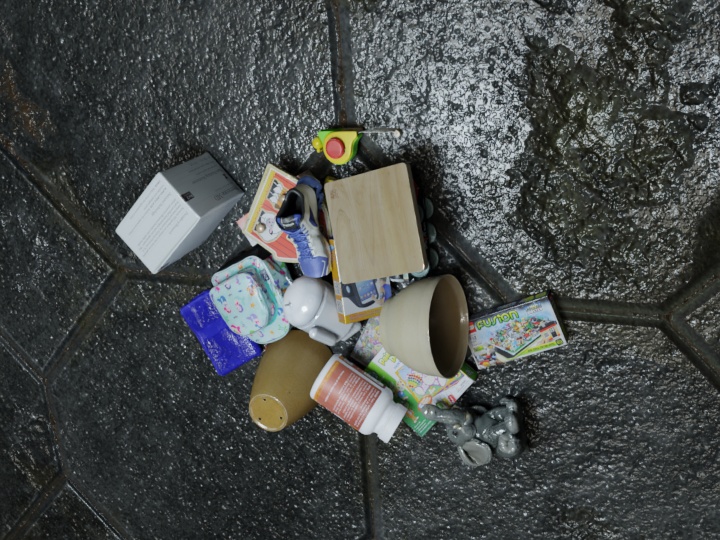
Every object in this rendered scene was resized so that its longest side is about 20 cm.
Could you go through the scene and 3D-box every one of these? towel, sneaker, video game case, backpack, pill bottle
[{"bbox_3d":[-0.339,0.147,1.898,0.146,0.050,0.202,-30,96,30],"label":"towel"},{"bbox_3d":[-0.122,-0.080,1.576,0.079,0.115,0.204,0,105,25],"label":"sneaker"},{"bbox_3d":[0.076,0.150,1.740,0.142,0.018,0.202,32,119,9],"label":"video game case"},{"bbox_3d":[-0.226,0.064,1.766,0.176,0.151,0.202,-22,108,36],"label":"backpack"},{"bbox_3d":[-0.002,0.279,1.701,0.198,0.112,0.113,33,119,9],"label":"pill bottle"}]

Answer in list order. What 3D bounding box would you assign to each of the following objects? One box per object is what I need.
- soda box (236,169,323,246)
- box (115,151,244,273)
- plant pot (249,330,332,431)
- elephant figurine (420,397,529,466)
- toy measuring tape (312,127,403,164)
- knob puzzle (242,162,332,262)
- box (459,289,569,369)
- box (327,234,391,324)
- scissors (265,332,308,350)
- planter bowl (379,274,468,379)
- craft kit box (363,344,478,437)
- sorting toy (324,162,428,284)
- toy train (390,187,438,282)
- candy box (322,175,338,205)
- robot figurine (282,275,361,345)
[{"bbox_3d":[-0.174,-0.135,1.711,0.198,0.064,0.069,-32,95,30],"label":"soda box"},{"bbox_3d":[-0.393,-0.128,1.728,0.131,0.199,0.200,46,120,-1],"label":"box"},{"bbox_3d":[-0.171,0.265,1.777,0.183,0.200,0.190,8,116,17],"label":"plant pot"},{"bbox_3d":[0.246,0.339,1.677,0.196,0.141,0.159,-9,92,18],"label":"elephant figurine"},{"bbox_3d":[-0.007,-0.250,1.592,0.196,0.074,0.075,3,111,23],"label":"toy measuring tape"},{"bbox_3d":[-0.144,-0.099,1.659,0.215,0.030,0.224,8,113,19],"label":"knob puzzle"},{"bbox_3d":[0.313,0.123,1.618,0.197,0.035,0.112,-21,100,28],"label":"box"},{"bbox_3d":[0.000,0.000,1.650,0.041,0.117,0.204,17,117,63],"label":"box"},{"bbox_3d":[-0.143,0.163,1.843,0.196,0.014,0.075,-9,105,24],"label":"scissors"},{"bbox_3d":[0.120,0.111,1.576,0.132,0.200,0.204,-2,110,31],"label":"planter bowl"},{"bbox_3d":[0.121,0.230,1.717,0.197,0.048,0.201,41,120,7],"label":"craft kit box"},{"bbox_3d":[0.041,-0.091,1.544,0.196,0.069,0.205,-10,91,35],"label":"sorting toy"},{"bbox_3d":[0.093,-0.069,1.611,0.112,0.085,0.204,1,108,27],"label":"toy train"},{"bbox_3d":[-0.046,-0.092,1.688,0.100,0.026,0.204,18,116,9],"label":"candy box"},{"bbox_3d":[-0.087,0.083,1.697,0.198,0.172,0.113,29,124,-35],"label":"robot figurine"}]
